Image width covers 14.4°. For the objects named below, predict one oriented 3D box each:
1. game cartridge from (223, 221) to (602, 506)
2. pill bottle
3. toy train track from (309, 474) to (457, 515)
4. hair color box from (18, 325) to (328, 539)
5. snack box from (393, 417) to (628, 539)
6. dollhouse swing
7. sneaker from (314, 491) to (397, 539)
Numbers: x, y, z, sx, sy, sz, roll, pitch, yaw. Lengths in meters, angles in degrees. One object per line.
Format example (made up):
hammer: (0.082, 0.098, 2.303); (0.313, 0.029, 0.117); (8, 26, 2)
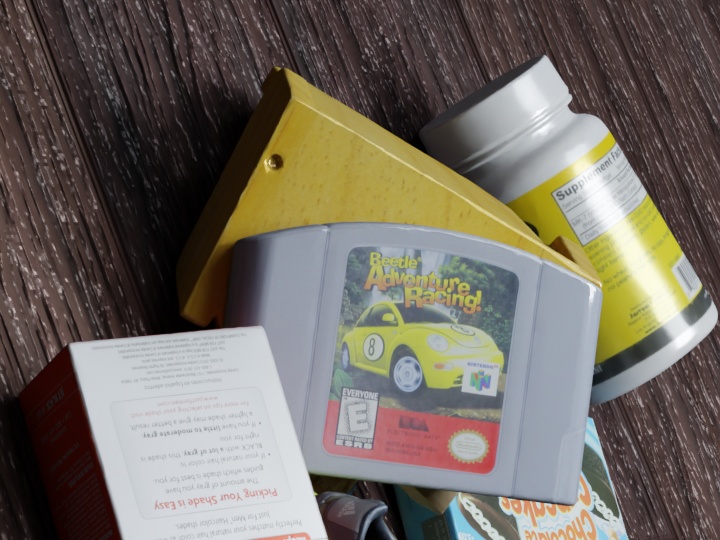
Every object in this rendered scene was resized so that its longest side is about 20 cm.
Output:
game cartridge: (0.027, 0.044, 1.468); (0.198, 0.041, 0.134); (8, 84, -17)
pill bottle: (0.127, -0.026, 1.788); (0.201, 0.114, 0.114); (58, 28, -6)
toy train track: (-0.020, 0.113, 1.500); (0.115, 0.033, 0.200); (43, 38, 1)
hair color box: (-0.076, 0.132, 1.327); (0.110, 0.064, 0.201); (-4, 66, -34)
snack box: (0.086, 0.127, 1.663); (0.199, 0.037, 0.117); (19, 49, -52)
dollhouse swing: (0.000, 0.000, 1.568); (0.199, 0.176, 0.183); (30, 82, -16)
sneaker: (0.013, 0.192, 1.409); (0.074, 0.081, 0.201); (-48, 117, -38)
